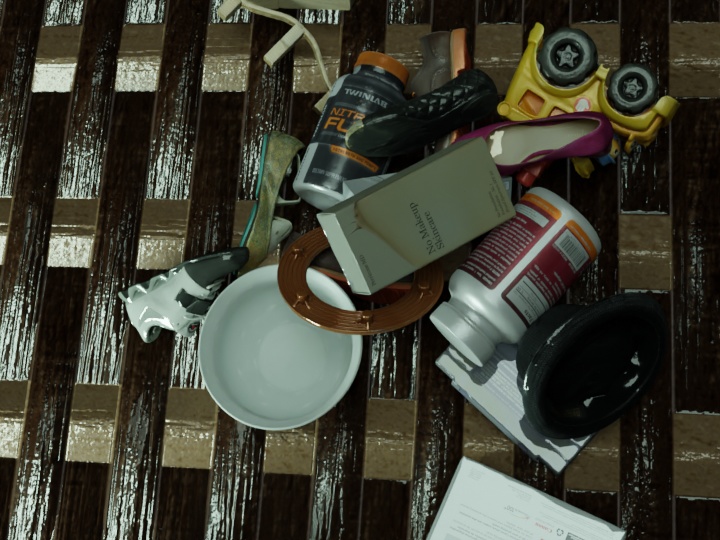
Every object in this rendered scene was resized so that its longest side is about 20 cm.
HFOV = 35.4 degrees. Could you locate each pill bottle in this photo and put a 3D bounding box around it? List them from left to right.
[{"bbox_3d":[-0.004,-0.174,1.428,0.105,0.106,0.201,18,78,13],"label":"pill bottle"},{"bbox_3d":[0.177,0.010,1.315,0.113,0.113,0.200,42,84,16],"label":"pill bottle"}]

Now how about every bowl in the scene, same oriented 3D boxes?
[{"bbox_3d":[-0.090,0.099,1.375,0.199,0.090,0.203,-2,75,8],"label":"bowl"}]

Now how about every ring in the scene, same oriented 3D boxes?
[{"bbox_3d":[0.000,0.000,1.334,0.199,0.019,0.201,-1,42,1],"label":"ring"}]

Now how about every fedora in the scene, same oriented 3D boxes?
[{"bbox_3d":[0.249,0.092,1.278,0.200,0.201,0.092,-43,40,-4],"label":"fedora"}]

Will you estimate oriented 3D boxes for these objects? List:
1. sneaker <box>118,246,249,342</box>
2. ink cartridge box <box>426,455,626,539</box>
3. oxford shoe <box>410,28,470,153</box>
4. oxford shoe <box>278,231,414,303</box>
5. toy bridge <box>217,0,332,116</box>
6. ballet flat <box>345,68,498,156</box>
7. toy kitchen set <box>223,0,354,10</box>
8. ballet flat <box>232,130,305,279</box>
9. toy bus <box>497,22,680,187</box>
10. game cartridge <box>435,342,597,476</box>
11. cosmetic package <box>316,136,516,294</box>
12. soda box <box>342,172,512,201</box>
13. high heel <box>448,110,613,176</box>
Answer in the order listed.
[{"bbox_3d":[-0.208,0.032,1.408,0.199,0.074,0.089,-24,86,31],"label":"sneaker"},{"bbox_3d":[0.173,0.334,1.275,0.199,0.084,0.177,24,79,14],"label":"ink cartridge box"},{"bbox_3d":[0.101,-0.211,1.443,0.072,0.071,0.202,0,72,14],"label":"oxford shoe"},{"bbox_3d":[-0.006,-0.007,1.403,0.198,0.071,0.073,11,72,12],"label":"oxford shoe"},{"bbox_3d":[-0.100,-0.297,1.483,0.200,0.027,0.067,45,85,-3],"label":"toy bridge"},{"bbox_3d":[0.073,-0.189,1.371,0.199,0.067,0.057,-20,50,-9],"label":"ballet flat"},{"bbox_3d":[-0.091,-0.473,1.501,0.179,0.201,0.164,4,34,9],"label":"toy kitchen set"},{"bbox_3d":[-0.112,-0.081,1.444,0.070,0.071,0.202,10,77,11],"label":"ballet flat"},{"bbox_3d":[0.263,-0.180,1.385,0.199,0.136,0.193,30,94,12],"label":"toy bus"},{"bbox_3d":[0.201,0.134,1.353,0.200,0.038,0.130,42,89,16],"label":"game cartridge"},{"bbox_3d":[0.064,-0.063,1.278,0.199,0.073,0.104,-29,100,-16],"label":"cosmetic package"},{"bbox_3d":[0.081,-0.083,1.364,0.198,0.064,0.068,-10,30,-17],"label":"soda box"},{"bbox_3d":[0.191,-0.150,1.301,0.198,0.096,0.068,3,81,17],"label":"high heel"}]
